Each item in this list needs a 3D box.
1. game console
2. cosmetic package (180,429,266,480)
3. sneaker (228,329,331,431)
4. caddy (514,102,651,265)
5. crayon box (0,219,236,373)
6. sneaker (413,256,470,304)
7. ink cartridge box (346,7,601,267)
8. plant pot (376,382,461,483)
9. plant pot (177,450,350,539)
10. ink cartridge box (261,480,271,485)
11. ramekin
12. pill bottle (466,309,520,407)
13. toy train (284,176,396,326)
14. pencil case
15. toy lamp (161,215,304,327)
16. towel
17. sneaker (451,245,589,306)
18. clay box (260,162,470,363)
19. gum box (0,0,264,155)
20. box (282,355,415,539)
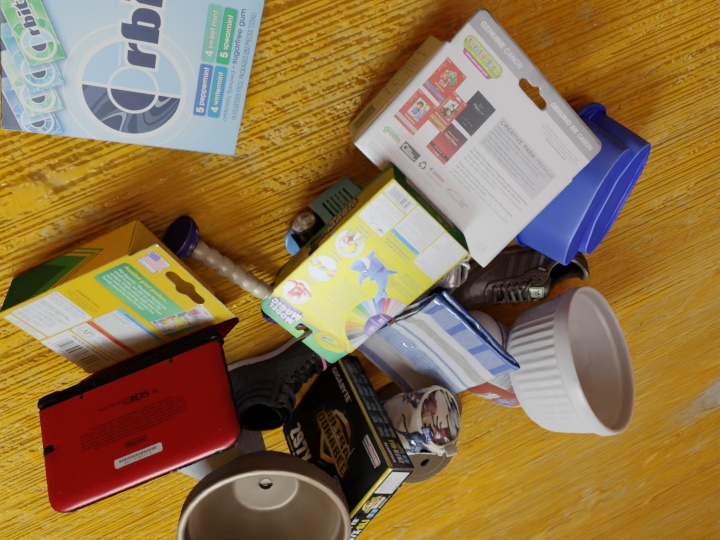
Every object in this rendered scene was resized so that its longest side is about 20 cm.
[{"bbox_3d":[-0.217,0.143,0.668,0.198,0.174,0.119,-22,156,2],"label":"game console"},{"bbox_3d":[-0.212,0.197,0.799,0.074,0.102,0.200,-38,134,6],"label":"cosmetic package"},{"bbox_3d":[-0.085,0.145,0.819,0.198,0.099,0.071,-21,131,-11],"label":"sneaker"},{"bbox_3d":[0.265,-0.106,0.787,0.141,0.105,0.201,-17,135,-44],"label":"caddy"},{"bbox_3d":[-0.242,0.028,0.642,0.198,0.052,0.126,-21,136,18],"label":"crayon box"},{"bbox_3d":[0.113,-0.028,0.785,0.074,0.087,0.202,0,125,-23],"label":"sneaker"},{"bbox_3d":[0.117,-0.138,0.658,0.200,0.084,0.176,41,103,-20],"label":"ink cartridge box"},{"bbox_3d":[0.085,0.272,1.008,0.199,0.093,0.202,-12,130,-15],"label":"plant pot"},{"bbox_3d":[-0.114,0.287,0.761,0.198,0.093,0.203,-3,117,-7],"label":"plant pot"},{"bbox_3d":[-0.187,0.401,0.995,0.115,0.068,0.201,5,123,-29],"label":"ink cartridge box"},{"bbox_3d":[0.291,0.131,0.878,0.104,0.202,0.199,-19,146,41],"label":"ramekin"},{"bbox_3d":[0.178,0.124,0.921,0.199,0.113,0.112,28,111,-38],"label":"pill bottle"},{"bbox_3d":[-0.006,-0.008,0.747,0.114,0.087,0.201,-35,133,-4],"label":"toy train"},{"bbox_3d":[0.046,0.225,0.875,0.077,0.090,0.199,13,152,-39],"label":"pencil case"},{"bbox_3d":[-0.132,0.011,0.717,0.058,0.058,0.199,-44,132,13],"label":"toy lamp"},{"bbox_3d":[0.091,0.109,0.818,0.147,0.024,0.200,43,141,-9],"label":"towel"},{"bbox_3d":[0.224,0.010,0.876,0.198,0.076,0.071,-23,133,-8],"label":"sneaker"},{"bbox_3d":[0.000,0.000,0.650,0.200,0.048,0.115,-40,112,21],"label":"clay box"},{"bbox_3d":[-0.192,-0.194,0.532,0.198,0.045,0.171,1,126,-27],"label":"gum box"},{"bbox_3d":[-0.025,0.240,0.855,0.049,0.201,0.160,16,119,-36],"label":"box"}]
